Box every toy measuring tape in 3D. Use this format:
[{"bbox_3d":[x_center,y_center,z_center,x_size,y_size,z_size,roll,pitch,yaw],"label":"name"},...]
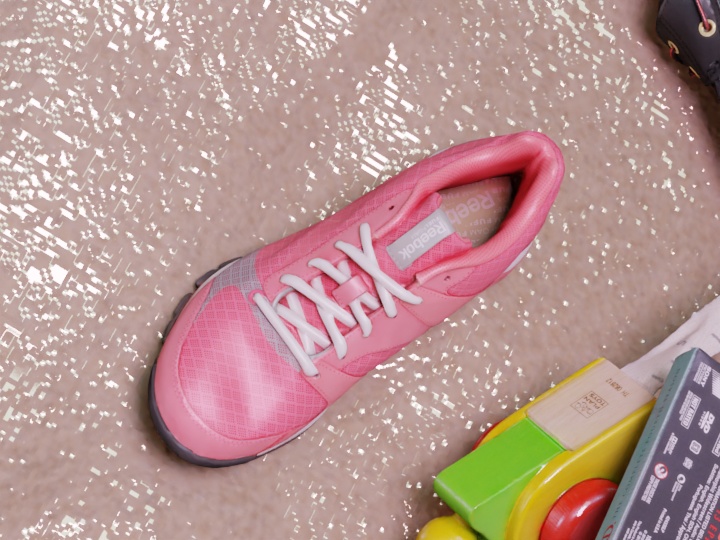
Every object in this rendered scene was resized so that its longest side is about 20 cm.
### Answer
[{"bbox_3d":[0.105,0.071,0.970,0.199,0.074,0.074,-31,87,-18],"label":"toy measuring tape"}]

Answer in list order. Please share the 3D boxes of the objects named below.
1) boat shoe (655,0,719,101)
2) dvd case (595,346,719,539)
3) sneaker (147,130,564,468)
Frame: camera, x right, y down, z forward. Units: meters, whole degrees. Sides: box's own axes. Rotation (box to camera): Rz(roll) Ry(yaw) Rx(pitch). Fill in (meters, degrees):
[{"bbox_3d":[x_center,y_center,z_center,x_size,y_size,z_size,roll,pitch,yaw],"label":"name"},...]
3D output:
[{"bbox_3d":[0.163,-0.112,1.058,0.074,0.063,0.203,-14,91,-65],"label":"boat shoe"},{"bbox_3d":[0.173,0.142,0.915,0.199,0.022,0.147,33,63,-12],"label":"dvd case"},{"bbox_3d":[0.000,0.000,0.948,0.200,0.087,0.074,-36,88,-25],"label":"sneaker"}]
